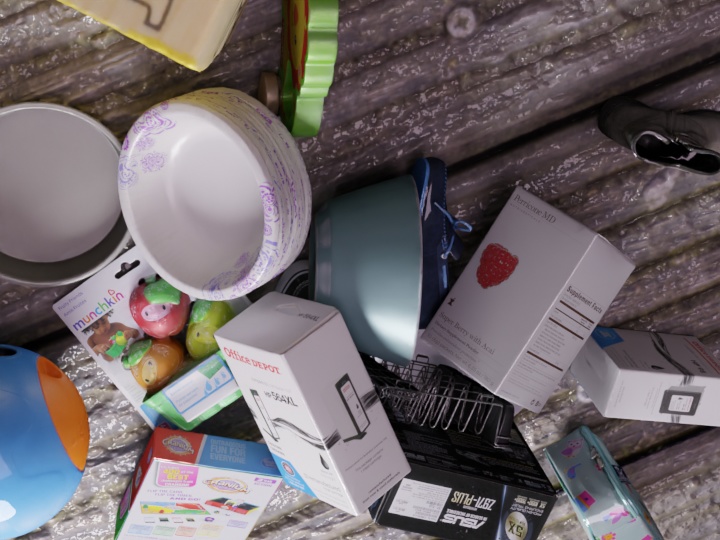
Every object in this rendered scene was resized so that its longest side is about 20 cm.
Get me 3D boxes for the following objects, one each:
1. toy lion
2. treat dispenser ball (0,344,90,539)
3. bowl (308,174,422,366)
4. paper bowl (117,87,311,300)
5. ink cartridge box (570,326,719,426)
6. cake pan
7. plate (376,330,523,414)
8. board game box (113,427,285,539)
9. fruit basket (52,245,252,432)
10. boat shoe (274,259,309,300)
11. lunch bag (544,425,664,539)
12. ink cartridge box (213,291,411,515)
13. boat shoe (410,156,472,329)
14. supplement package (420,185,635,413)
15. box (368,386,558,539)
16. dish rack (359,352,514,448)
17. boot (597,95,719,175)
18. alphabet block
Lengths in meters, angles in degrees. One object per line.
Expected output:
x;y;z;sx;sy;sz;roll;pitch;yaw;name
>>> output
-0.052;-0.219;1.144;0.068;0.192;0.202;-2;116;-12;toy lion
-0.382;0.178;1.248;0.199;0.201;0.203;-5;116;-11;treat dispenser ball
0.000;0.000;1.262;0.104;0.201;0.202;0;115;-6;bowl
-0.136;-0.080;1.191;0.199;0.104;0.202;14;117;29;paper bowl
0.369;0.128;1.451;0.198;0.116;0.067;6;112;-16;ink cartridge box
-0.327;-0.081;1.232;0.198;0.037;0.202;-5;116;-11;cake pan
0.069;0.155;1.439;0.200;0.032;0.200;-41;116;8;plate
-0.186;0.258;1.376;0.152;0.041;0.200;12;138;-18;board game box
-0.204;0.069;1.300;0.185;0.094;0.201;-33;110;11;fruit basket
-0.070;0.089;1.355;0.073;0.068;0.201;9;112;-17;boat shoe
0.310;0.292;1.493;0.077;0.161;0.200;-30;124;8;lunch bag
-0.051;0.134;1.240;0.084;0.146;0.201;-35;114;-26;ink cartridge box
0.081;-0.031;1.328;0.068;0.084;0.201;1;121;-9;boat shoe
0.184;0.033;1.320;0.201;0.121;0.120;-58;143;4;supplement package
0.099;0.226;1.370;0.199;0.164;0.087;16;110;-20;box
0.060;0.131;1.310;0.199;0.153;0.055;14;97;-33;dish rack
0.365;-0.131;1.318;0.198;0.131;0.068;8;113;-17;boot
-0.170;-0.317;1.052;0.195;0.196;0.201;27;106;-6;alphabet block
